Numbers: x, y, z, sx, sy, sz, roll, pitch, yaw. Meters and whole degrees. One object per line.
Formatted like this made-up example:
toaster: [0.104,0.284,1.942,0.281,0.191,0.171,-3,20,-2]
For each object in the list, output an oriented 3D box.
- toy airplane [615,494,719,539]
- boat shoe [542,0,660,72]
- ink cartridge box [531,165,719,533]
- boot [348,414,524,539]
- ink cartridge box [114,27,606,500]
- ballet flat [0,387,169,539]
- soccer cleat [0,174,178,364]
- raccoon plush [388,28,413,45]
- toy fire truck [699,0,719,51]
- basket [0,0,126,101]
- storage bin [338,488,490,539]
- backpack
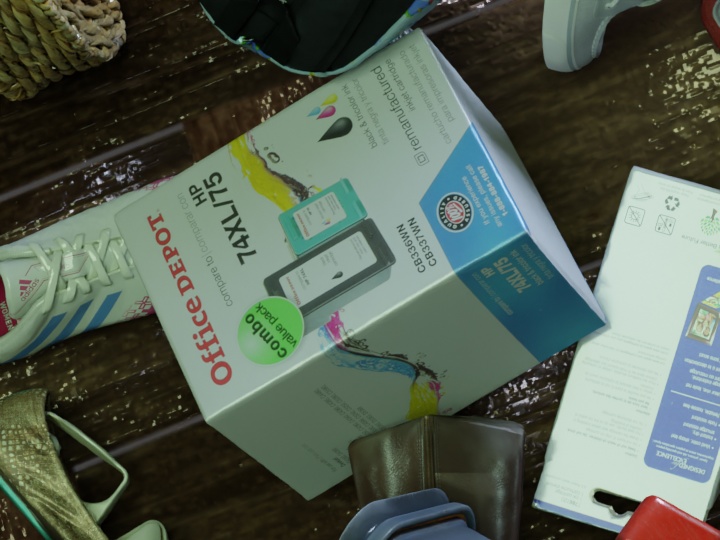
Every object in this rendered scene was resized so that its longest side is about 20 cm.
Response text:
toy airplane: [0.220,0.209,1.589,0.200,0.141,0.199,-6,91,-30]
boat shoe: [0.140,-0.173,1.614,0.068,0.200,0.072,12,52,4]
ink cartridge box: [0.170,0.051,1.655,0.099,0.039,0.200,17,87,13]
boot: [0.004,0.171,1.633,0.186,0.064,0.200,-6,107,-1]
ink cartridge box: [0.000,0.000,1.628,0.200,0.146,0.147,-31,61,8]
ballet flat: [-0.150,0.148,1.706,0.065,0.071,0.200,-36,81,-8]
soccer cleat: [-0.160,0.002,1.710,0.200,0.086,0.070,-26,79,9]
raccoon plush: [0.016,-0.205,1.666,0.097,0.134,0.200,-14,81,10]
toy fire truck: [0.251,-0.228,1.642,0.200,0.112,0.168,-31,102,9]
basket: [-0.233,-0.160,1.686,0.149,0.200,0.143,-19,82,8]
storage bin: [0.046,0.231,1.521,0.134,0.146,0.200,20,102,27]
backpack: [-0.002,-0.197,1.577,0.163,0.154,0.200,33,102,-3]
